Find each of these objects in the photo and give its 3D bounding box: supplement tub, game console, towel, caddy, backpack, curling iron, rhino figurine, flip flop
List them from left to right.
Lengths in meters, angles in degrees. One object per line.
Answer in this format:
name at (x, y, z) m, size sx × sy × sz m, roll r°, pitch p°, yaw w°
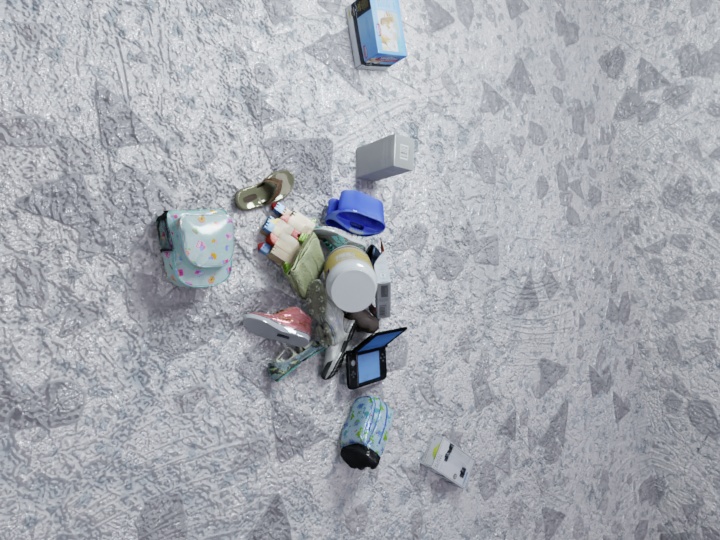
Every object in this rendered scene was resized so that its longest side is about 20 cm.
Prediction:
backpack at (-0.404, -0.053, 1.281) m, size 0.175 × 0.153 × 0.202 m, roll -7°, pitch 98°, yaw -42°
flip flop at (-0.265, -0.228, 1.449) m, size 0.199 × 0.057 × 0.082 m, roll -29°, pitch 104°, yaw -34°
towel at (-0.150, -0.006, 1.462) m, size 0.036 × 0.200 × 0.149 m, roll 22°, pitch 68°, yaw 14°
supplement tub at (-0.029, 0.022, 1.452) m, size 0.144 × 0.200 × 0.147 m, roll -2°, pitch 109°, yaw -6°
rhino figurine at (-0.018, 0.133, 1.592) m, size 0.200 × 0.087 × 0.060 m, roll 42°, pitch 64°, yaw -27°
caddy at (-0.014, -0.163, 1.574) m, size 0.199 × 0.141 × 0.106 m, roll 16°, pitch 65°, yaw -34°
backpack at (0.022, 0.484, 1.563) m, size 0.154 × 0.163 × 0.200 m, roll 49°, pitch 53°, yaw -7°
curling iron at (0.040, 0.115, 1.613) m, size 0.200 × 0.025 × 0.050 m, roll 60°, pitch 22°, yaw -56°
game console at (0.056, 0.272, 1.594) m, size 0.199 × 0.116 × 0.177 m, roll -1°, pitch 88°, yaw -52°

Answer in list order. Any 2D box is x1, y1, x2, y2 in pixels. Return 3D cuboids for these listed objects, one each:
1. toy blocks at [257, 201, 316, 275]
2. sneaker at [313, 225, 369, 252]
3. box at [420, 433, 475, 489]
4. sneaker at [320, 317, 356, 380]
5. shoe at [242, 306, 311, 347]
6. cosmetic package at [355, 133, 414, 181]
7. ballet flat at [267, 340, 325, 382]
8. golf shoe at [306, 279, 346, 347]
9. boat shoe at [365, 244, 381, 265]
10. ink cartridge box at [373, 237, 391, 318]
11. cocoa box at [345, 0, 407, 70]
toy blocks at (-0.224, -0.105, 1.462) m, size 0.136 × 0.100 × 0.201 m, roll 34°, pitch 67°, yaw -18°
sneaker at (-0.068, -0.076, 1.565) m, size 0.199 × 0.077 × 0.092 m, roll 16°, pitch 79°, yaw -21°
box at (0.313, 0.682, 1.820) m, size 0.200 × 0.060 × 0.117 m, roll 42°, pitch 64°, yaw -27°
sneaker at (-0.082, 0.235, 1.560) m, size 0.074 × 0.080 × 0.201 m, roll 44°, pitch 67°, yaw -75°
shoe at (-0.232, 0.144, 1.449) m, size 0.199 × 0.072 × 0.091 m, roll 21°, pitch 44°, yaw -17°
cosmetic package at (0.074, -0.355, 1.625) m, size 0.090 × 0.199 × 0.108 m, roll 5°, pitch 87°, yaw -34°
ballet flat at (-0.181, 0.241, 1.474) m, size 0.199 × 0.074 × 0.075 m, roll -32°, pitch 106°, yaw -33°
golf shoe at (-0.095, 0.119, 1.490) m, size 0.097 × 0.078 × 0.202 m, roll -18°, pitch 98°, yaw -48°
boat shoe at (0.000, 0.000, 1.626) m, size 0.069 × 0.084 × 0.201 m, roll 61°, pitch 41°, yaw -39°
ink cartridge box at (0.059, 0.020, 1.563) m, size 0.047 × 0.201 × 0.161 m, roll -7°, pitch 135°, yaw -3°
cocoa box at (0.053, -0.783, 1.678) m, size 0.133 × 0.131 × 0.202 m, roll -12°, pitch 94°, yaw -36°
